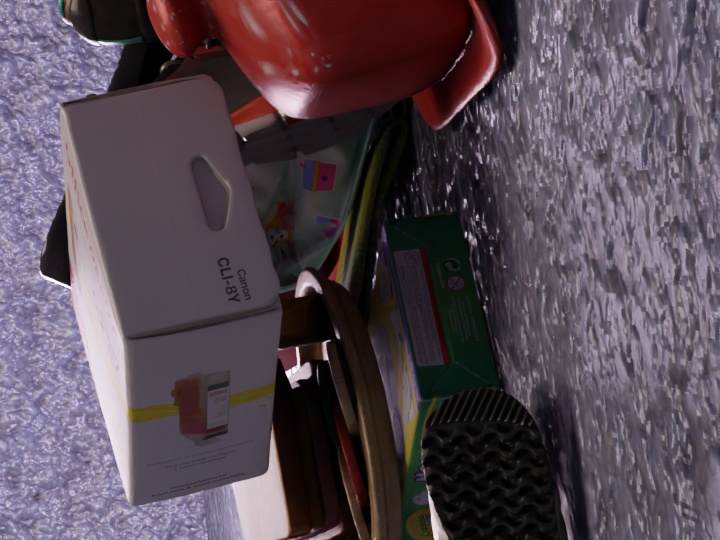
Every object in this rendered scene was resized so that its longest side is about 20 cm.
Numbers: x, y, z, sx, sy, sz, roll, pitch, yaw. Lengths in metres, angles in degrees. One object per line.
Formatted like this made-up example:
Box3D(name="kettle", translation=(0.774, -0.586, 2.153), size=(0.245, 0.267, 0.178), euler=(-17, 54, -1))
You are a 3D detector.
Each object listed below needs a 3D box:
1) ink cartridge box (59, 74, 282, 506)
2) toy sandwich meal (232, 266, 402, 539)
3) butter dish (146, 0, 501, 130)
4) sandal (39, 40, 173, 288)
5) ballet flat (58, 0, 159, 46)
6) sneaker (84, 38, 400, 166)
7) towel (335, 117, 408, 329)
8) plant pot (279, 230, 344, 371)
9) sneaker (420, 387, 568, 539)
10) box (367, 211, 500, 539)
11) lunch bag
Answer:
Box3D(name="ink cartridge box", translation=(-0.101, 0.013, 1.160), size=(0.200, 0.083, 0.145), euler=(100, 155, -60))
Box3D(name="toy sandwich meal", translation=(-0.033, 0.093, 1.262), size=(0.205, 0.070, 0.205), euler=(170, 90, -79))
Box3D(name="butter dish", translation=(-0.036, -0.151, 1.106), size=(0.200, 0.148, 0.199), euler=(65, 169, 3))
Box3D(name="sandal", translation=(-0.129, -0.080, 1.293), size=(0.076, 0.043, 0.200), euler=(87, -156, -81))
Box3D(name="ballet flat", translation=(-0.105, -0.216, 1.257), size=(0.068, 0.068, 0.200), euler=(36, -108, -71))
Box3D(name="sneaker", translation=(-0.064, -0.103, 1.233), size=(0.077, 0.200, 0.082), euler=(96, 153, -71))
Box3D(name="towel", translation=(0.000, 0.000, 1.383), size=(0.200, 0.023, 0.144), euler=(109, 171, -70))
Box3D(name="plant pot", translation=(-0.091, -0.012, 1.597), size=(0.177, 0.200, 0.201), euler=(80, -179, -69))
Box3D(name="sneaker", translation=(0.071, 0.153, 1.022), size=(0.093, 0.070, 0.200), euler=(14, -113, -80))
Box3D(name="box", translation=(0.034, 0.070, 1.230), size=(0.200, 0.048, 0.117), euler=(94, 167, -57))
Box3D(name="lunch bag", translation=(-0.049, -0.107, 1.371), size=(0.170, 0.122, 0.200), euler=(-104, 18, -62))
